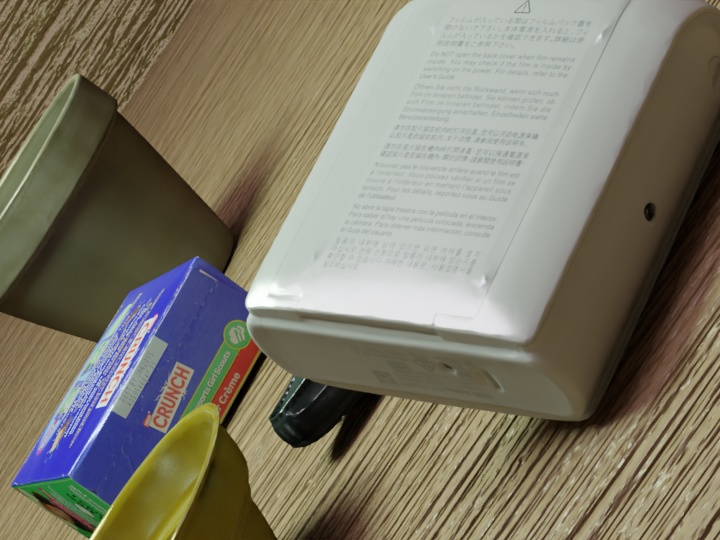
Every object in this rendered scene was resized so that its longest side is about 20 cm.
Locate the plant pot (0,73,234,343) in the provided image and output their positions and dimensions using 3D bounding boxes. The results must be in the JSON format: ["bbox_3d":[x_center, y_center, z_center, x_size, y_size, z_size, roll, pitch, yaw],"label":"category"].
[{"bbox_3d":[-0.201,-0.023,2.002,0.200,0.173,0.200,-53,13,17],"label":"plant pot"}]

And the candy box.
[{"bbox_3d":[-0.146,0.090,1.724,0.169,0.077,0.200,-60,11,-15],"label":"candy box"}]

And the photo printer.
[{"bbox_3d":[0.060,-0.040,1.081,0.166,0.069,0.200,6,58,38],"label":"photo printer"}]

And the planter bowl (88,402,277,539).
[{"bbox_3d":[-0.092,0.172,1.272,0.201,0.083,0.200,-54,13,18],"label":"planter bowl"}]

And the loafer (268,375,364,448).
[{"bbox_3d":[0.000,0.000,1.372,0.201,0.070,0.068,-60,12,-13],"label":"loafer"}]
